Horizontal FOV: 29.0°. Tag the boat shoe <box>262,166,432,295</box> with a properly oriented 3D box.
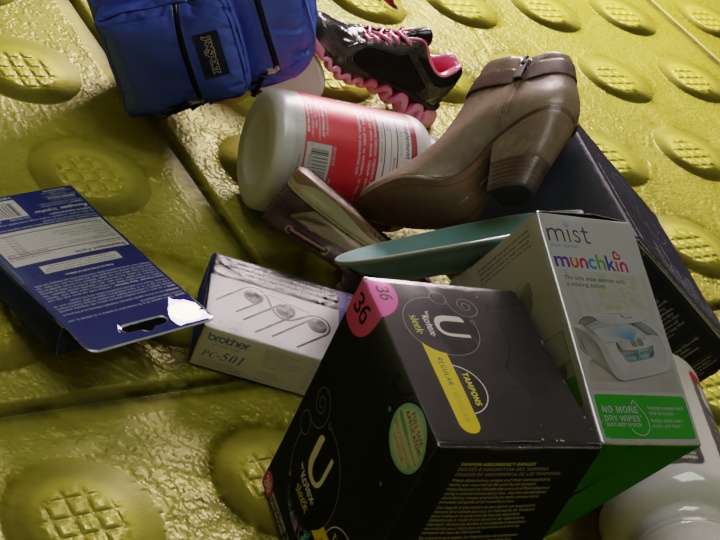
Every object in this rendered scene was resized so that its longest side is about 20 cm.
[{"bbox_3d":[0.000,0.000,1.208,0.200,0.072,0.072,42,6,-12],"label":"boat shoe"}]

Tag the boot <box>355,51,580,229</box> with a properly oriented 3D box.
[{"bbox_3d":[0.099,-0.116,1.210,0.070,0.199,0.147,49,48,-43],"label":"boot"}]

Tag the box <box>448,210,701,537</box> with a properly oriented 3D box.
[{"bbox_3d":[0.125,0.084,1.011,0.096,0.200,0.178,5,58,-30],"label":"box"}]

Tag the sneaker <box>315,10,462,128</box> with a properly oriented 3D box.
[{"bbox_3d":[0.028,-0.232,1.466,0.199,0.095,0.079,25,32,-37],"label":"sneaker"}]

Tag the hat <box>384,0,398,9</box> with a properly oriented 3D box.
[{"bbox_3d":[-0.037,-0.430,1.802,0.164,0.178,0.200,13,-2,-15],"label":"hat"}]

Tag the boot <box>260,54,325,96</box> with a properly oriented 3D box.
[{"bbox_3d":[-0.111,-0.250,1.467,0.200,0.073,0.090,41,16,2],"label":"boot"}]

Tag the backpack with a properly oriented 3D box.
[{"bbox_3d":[-0.137,-0.228,1.281,0.198,0.163,0.168,-12,39,5],"label":"backpack"}]

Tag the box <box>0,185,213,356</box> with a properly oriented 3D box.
[{"bbox_3d":[-0.218,0.005,1.065,0.121,0.033,0.200,-14,42,-44],"label":"box"}]

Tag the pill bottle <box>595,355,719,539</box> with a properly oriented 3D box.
[{"bbox_3d":[0.233,0.165,1.081,0.110,0.111,0.201,15,35,-15],"label":"pill bottle"}]

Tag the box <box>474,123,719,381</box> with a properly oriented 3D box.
[{"bbox_3d":[0.206,-0.006,1.227,0.197,0.124,0.201,43,18,-39],"label":"box"}]

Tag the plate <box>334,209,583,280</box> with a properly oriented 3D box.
[{"bbox_3d":[0.078,-0.017,1.091,0.198,0.026,0.200,-11,6,1],"label":"plate"}]

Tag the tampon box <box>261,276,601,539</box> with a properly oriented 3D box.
[{"bbox_3d":[0.039,0.130,0.932,0.125,0.201,0.150,5,38,-28],"label":"tampon box"}]

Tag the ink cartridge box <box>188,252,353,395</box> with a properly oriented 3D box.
[{"bbox_3d":[-0.034,0.056,1.123,0.199,0.044,0.094,17,36,-14],"label":"ink cartridge box"}]

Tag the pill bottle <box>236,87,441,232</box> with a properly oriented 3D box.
[{"bbox_3d":[-0.005,-0.097,1.287,0.199,0.113,0.113,9,37,-25],"label":"pill bottle"}]
